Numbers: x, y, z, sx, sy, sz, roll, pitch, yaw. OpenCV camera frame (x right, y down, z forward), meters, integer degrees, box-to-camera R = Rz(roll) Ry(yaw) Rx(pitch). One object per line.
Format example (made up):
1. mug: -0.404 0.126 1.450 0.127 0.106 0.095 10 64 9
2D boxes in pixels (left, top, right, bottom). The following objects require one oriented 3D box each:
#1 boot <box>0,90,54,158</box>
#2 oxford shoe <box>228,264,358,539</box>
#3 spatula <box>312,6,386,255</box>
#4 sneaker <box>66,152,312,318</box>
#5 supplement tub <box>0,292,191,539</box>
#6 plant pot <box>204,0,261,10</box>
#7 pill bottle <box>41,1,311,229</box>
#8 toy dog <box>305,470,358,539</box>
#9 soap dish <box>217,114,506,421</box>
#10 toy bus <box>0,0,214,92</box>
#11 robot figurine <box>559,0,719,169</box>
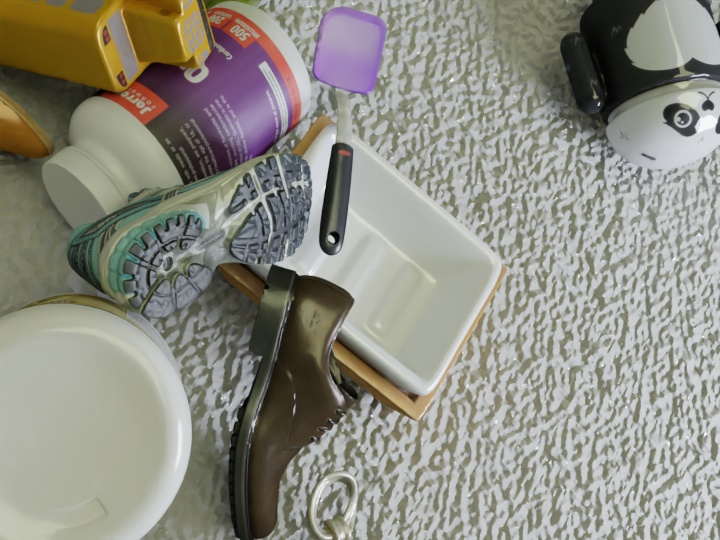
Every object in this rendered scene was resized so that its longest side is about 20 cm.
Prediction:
1. boot: -0.331 -0.086 0.769 0.200 0.071 0.145 31 70 -10
2. oxford shoe: -0.047 0.104 0.790 0.083 0.073 0.202 13 101 -2
3. spatula: -0.014 -0.107 0.849 0.056 0.021 0.202 13 68 -21
4. sneaker: -0.111 -0.039 0.752 0.199 0.086 0.078 -27 125 -48
5. supplement tub: -0.179 0.089 0.685 0.143 0.200 0.146 0 91 -11
6. plant pot: -0.097 -0.328 0.877 0.181 0.199 0.201 41 61 -15
7. pill bottle: -0.136 -0.106 0.831 0.113 0.112 0.200 48 61 -4
8. toy dog: -0.021 0.236 0.760 0.199 0.096 0.133 -34 109 -39
9. soap dish: 0.000 0.000 0.878 0.199 0.081 0.158 39 63 -9
10. toy bus: -0.206 -0.180 0.788 0.198 0.065 0.079 16 53 22
11. robot figurine: 0.276 -0.196 1.039 0.125 0.149 0.202 16 61 -63
